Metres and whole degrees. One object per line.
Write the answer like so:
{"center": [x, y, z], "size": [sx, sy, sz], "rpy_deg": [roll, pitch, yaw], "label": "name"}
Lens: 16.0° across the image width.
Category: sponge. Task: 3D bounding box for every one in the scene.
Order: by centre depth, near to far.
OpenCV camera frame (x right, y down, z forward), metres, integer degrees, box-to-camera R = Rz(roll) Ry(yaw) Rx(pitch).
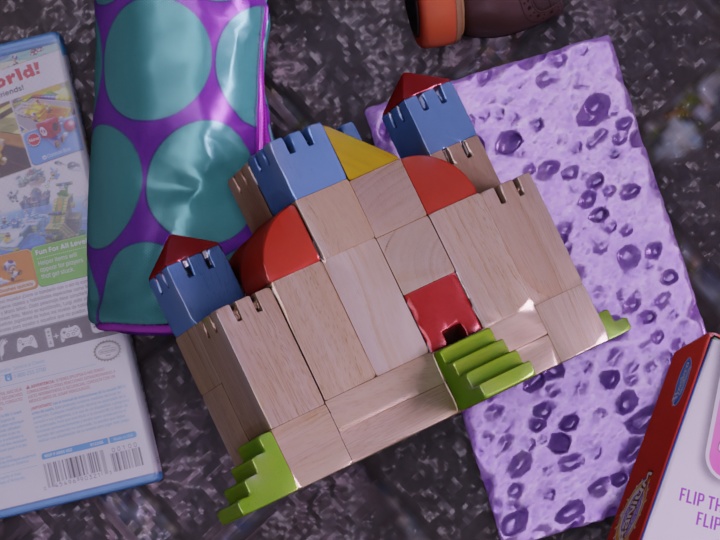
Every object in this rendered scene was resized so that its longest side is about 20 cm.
{"center": [0.084, 0.009, 1.094], "size": [0.111, 0.030, 0.200], "rpy_deg": [-18, 87, 1], "label": "sponge"}

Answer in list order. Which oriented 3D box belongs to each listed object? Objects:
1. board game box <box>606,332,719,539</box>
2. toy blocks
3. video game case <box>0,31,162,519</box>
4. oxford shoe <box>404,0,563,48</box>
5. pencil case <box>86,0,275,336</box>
{"center": [0.168, 0.148, 1.033], "size": [0.153, 0.040, 0.200], "rpy_deg": [26, 70, -10], "label": "board game box"}
{"center": [0.000, 0.000, 1.017], "size": [0.200, 0.100, 0.137], "rpy_deg": [-24, 86, -25], "label": "toy blocks"}
{"center": [-0.177, 0.010, 1.108], "size": [0.143, 0.018, 0.200], "rpy_deg": [-13, 86, 1], "label": "video game case"}
{"center": [0.047, -0.198, 1.089], "size": [0.072, 0.071, 0.200], "rpy_deg": [-7, 102, -5], "label": "oxford shoe"}
{"center": [-0.068, -0.071, 1.077], "size": [0.092, 0.085, 0.200], "rpy_deg": [-1, 86, 17], "label": "pencil case"}
